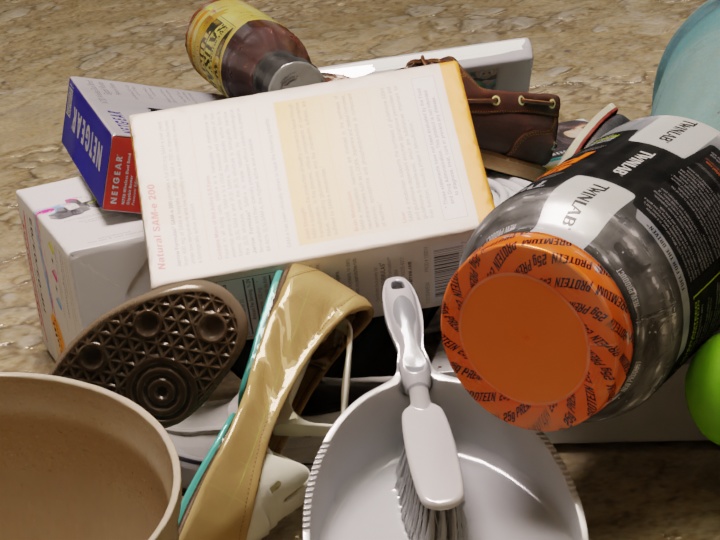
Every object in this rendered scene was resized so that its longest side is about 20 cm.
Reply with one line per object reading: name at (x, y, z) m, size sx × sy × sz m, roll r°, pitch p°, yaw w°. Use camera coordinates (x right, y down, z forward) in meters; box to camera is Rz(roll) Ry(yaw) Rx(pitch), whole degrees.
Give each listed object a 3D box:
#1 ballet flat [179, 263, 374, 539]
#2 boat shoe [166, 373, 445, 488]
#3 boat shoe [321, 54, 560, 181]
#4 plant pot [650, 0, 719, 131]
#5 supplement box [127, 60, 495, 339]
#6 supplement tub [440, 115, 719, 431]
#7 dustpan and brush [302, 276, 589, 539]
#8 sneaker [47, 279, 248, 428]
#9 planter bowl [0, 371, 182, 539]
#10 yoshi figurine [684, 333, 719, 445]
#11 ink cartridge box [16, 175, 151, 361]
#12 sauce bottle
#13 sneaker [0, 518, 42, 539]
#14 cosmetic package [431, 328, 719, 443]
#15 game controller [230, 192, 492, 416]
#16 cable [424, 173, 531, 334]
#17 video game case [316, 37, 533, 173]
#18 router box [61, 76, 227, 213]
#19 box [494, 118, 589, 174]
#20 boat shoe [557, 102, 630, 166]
ballet flat at (-0.044, 0.084, 0.994) m, size 0.063 × 0.069 × 0.201 m, roll 18°, pitch 61°, yaw 5°
boat shoe at (-0.039, 0.083, 1.073) m, size 0.198 × 0.066 × 0.072 m, roll 2°, pitch 22°, yaw 24°
boat shoe at (0.053, -0.115, 1.337) m, size 0.199 × 0.071 × 0.070 m, roll 12°, pitch 7°, yaw -34°
plant pot at (0.250, -0.052, 1.177) m, size 0.199 × 0.202 × 0.196 m, roll 2°, pitch 29°, yaw 25°
supplement box at (-0.027, -0.037, 1.113) m, size 0.198 × 0.074 × 0.127 m, roll -9°, pitch 55°, yaw -3°
supplement tub at (0.129, 0.001, 0.997) m, size 0.122 × 0.124 × 0.200 m, roll 5°, pitch 21°, yaw 30°
dustpan and brush at (0.032, 0.081, 0.984) m, size 0.138 × 0.058 × 0.201 m, roll -7°, pitch 36°, yaw -4°
sneaker at (-0.140, 0.067, 1.039) m, size 0.200 × 0.071 × 0.076 m, roll -38°, pitch 8°, yaw 14°
planter bowl at (-0.169, 0.151, 0.816) m, size 0.198 × 0.136 × 0.201 m, roll -2°, pitch 28°, yaw 1°
yoshi figurine at (0.229, 0.080, 0.931) m, size 0.112 × 0.113 × 0.200 m, roll -25°, pitch 23°, yaw -26°
ink cartridge box at (-0.172, 0.008, 1.251) m, size 0.067 × 0.116 × 0.200 m, roll -13°, pitch 20°, yaw -17°
sauce bottle at (-0.071, -0.143, 1.316) m, size 0.066 × 0.067 × 0.200 m, roll -13°, pitch 18°, yaw -15°
sneaker at (-0.200, 0.151, 0.938) m, size 0.198 × 0.074 × 0.080 m, roll -12°, pitch 18°, yaw -13°
cosmetic package at (0.142, 0.061, 1.089) m, size 0.198 × 0.051 × 0.083 m, roll -2°, pitch 18°, yaw 14°
game controller at (0.000, 0.000, 1.163) m, size 0.104 × 0.042 × 0.201 m, roll 28°, pitch 62°, yaw 10°
cable at (0.034, -0.012, 1.304) m, size 0.198 × 0.070 × 0.200 m, roll 2°, pitch 20°, yaw 24°
video game case at (0.028, -0.110, 1.471) m, size 0.198 × 0.024 × 0.182 m, roll -9°, pitch -23°, yaw -3°
router box at (-0.096, -0.077, 1.278) m, size 0.178 × 0.049 × 0.200 m, roll 5°, pitch 14°, yaw -18°
box at (0.169, -0.060, 1.411) m, size 0.082 × 0.050 × 0.200 m, roll -12°, pitch 21°, yaw -14°
boat shoe at (0.131, -0.019, 1.200) m, size 0.062 × 0.071 × 0.201 m, roll 28°, pitch 59°, yaw 7°
